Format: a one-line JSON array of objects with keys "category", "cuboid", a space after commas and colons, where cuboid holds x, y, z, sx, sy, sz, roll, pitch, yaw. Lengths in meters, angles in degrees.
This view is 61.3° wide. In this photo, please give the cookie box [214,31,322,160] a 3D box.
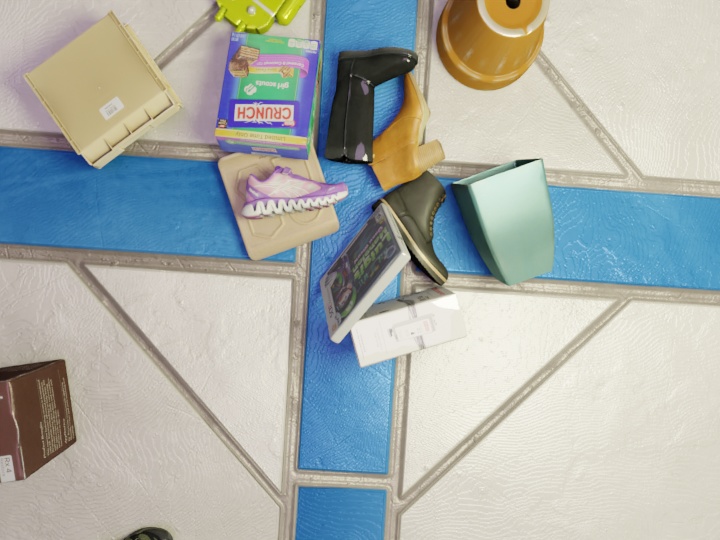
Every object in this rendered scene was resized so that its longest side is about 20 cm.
[{"category": "cookie box", "cuboid": [-0.163, -0.315, 1.103, 0.168, 0.075, 0.204, 6, 79, 2]}]

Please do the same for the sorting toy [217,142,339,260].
[{"category": "sorting toy", "cuboid": [-0.154, -0.142, 1.155, 0.182, 0.036, 0.203, -19, 97, -1]}]

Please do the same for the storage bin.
[{"category": "storage bin", "cuboid": [-0.459, -0.322, 1.108, 0.199, 0.094, 0.200, -35, 93, -1]}]

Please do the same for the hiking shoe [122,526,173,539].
[{"category": "hiking shoe", "cuboid": [-0.447, 0.545, 1.128, 0.197, 0.101, 0.077, -19, 93, -1]}]

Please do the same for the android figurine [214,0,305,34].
[{"category": "android figurine", "cuboid": [-0.193, -0.533, 1.138, 0.181, 0.041, 0.201, 38, 88, -3]}]

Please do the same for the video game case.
[{"category": "video game case", "cuboid": [0.000, 0.000, 1.066, 0.023, 0.183, 0.201, 30, 112, -26]}]

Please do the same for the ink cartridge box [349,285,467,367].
[{"category": "ink cartridge box", "cuboid": [0.079, 0.097, 1.110, 0.197, 0.147, 0.084, -16, 95, -2]}]

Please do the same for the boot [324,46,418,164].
[{"category": "boot", "cuboid": [0.019, -0.297, 1.114, 0.162, 0.065, 0.204, 5, 83, 28]}]

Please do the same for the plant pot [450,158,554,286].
[{"category": "plant pot", "cuboid": [0.272, -0.085, 1.120, 0.139, 0.141, 0.203, -18, 100, -1]}]

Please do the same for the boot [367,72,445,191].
[{"category": "boot", "cuboid": [0.065, -0.263, 1.143, 0.142, 0.071, 0.204, -21, 75, 17]}]

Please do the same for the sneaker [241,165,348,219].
[{"category": "sneaker", "cuboid": [-0.122, -0.149, 1.102, 0.196, 0.080, 0.090, -8, 88, -2]}]

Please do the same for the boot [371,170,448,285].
[{"category": "boot", "cuboid": [0.134, -0.086, 1.147, 0.138, 0.077, 0.201, -39, 94, -5]}]

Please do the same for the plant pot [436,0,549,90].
[{"category": "plant pot", "cuboid": [0.245, -0.446, 1.082, 0.196, 0.183, 0.204, 0, 92, -2]}]

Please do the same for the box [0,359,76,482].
[{"category": "box", "cuboid": [-0.628, 0.262, 1.065, 0.161, 0.200, 0.169, -7, 91, -1]}]
